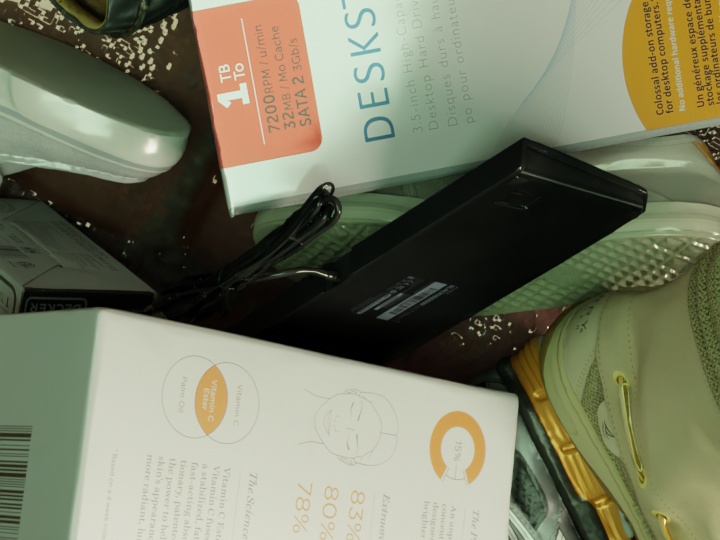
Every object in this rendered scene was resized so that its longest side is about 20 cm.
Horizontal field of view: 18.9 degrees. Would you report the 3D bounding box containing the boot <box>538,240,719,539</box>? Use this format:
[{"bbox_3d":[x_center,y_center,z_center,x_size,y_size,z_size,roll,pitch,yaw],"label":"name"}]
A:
[{"bbox_3d":[0.160,0.081,0.785,0.073,0.155,0.201,-33,89,-24],"label":"boot"}]

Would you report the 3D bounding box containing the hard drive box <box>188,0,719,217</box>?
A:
[{"bbox_3d":[0.033,-0.117,0.813,0.199,0.077,0.157,-11,102,-2],"label":"hard drive box"}]

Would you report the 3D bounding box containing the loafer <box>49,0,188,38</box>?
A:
[{"bbox_3d":[-0.137,-0.176,0.835,0.200,0.072,0.073,47,121,-4],"label":"loafer"}]

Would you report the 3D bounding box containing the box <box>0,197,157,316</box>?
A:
[{"bbox_3d":[-0.152,0.081,0.883,0.060,0.116,0.201,3,107,-35],"label":"box"}]

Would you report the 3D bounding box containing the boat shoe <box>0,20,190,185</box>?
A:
[{"bbox_3d":[-0.168,-0.064,0.875,0.199,0.072,0.069,17,109,2],"label":"boat shoe"}]

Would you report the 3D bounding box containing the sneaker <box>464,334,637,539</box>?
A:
[{"bbox_3d":[0.087,0.129,0.892,0.077,0.078,0.201,-22,90,12],"label":"sneaker"}]

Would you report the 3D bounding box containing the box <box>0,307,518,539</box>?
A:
[{"bbox_3d":[-0.049,0.092,0.799,0.097,0.199,0.125,-4,75,50],"label":"box"}]

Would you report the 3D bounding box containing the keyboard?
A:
[{"bbox_3d":[0.000,0.000,0.823,0.200,0.127,0.021,-33,57,40],"label":"keyboard"}]

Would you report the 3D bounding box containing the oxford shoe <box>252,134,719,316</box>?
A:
[{"bbox_3d":[0.055,-0.022,0.868,0.199,0.075,0.058,-3,59,16],"label":"oxford shoe"}]
